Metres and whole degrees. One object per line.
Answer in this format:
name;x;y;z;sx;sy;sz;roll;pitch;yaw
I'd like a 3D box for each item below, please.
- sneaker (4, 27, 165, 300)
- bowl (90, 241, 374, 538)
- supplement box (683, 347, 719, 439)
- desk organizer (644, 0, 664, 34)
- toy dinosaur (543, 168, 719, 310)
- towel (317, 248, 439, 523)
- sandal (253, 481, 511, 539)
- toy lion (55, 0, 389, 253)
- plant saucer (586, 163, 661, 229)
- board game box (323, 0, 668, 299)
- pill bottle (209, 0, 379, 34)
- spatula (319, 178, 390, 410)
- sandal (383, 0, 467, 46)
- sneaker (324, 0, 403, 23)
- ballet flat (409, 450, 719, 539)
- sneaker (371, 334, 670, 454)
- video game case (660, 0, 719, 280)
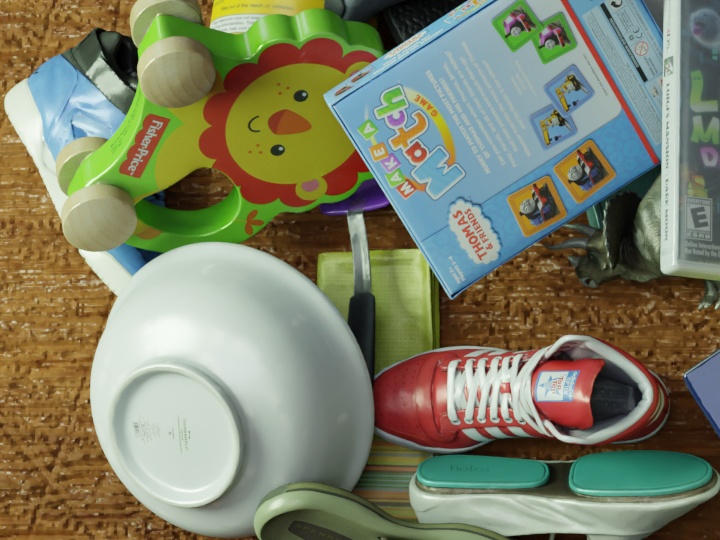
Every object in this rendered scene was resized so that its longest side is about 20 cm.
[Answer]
sneaker;-0.151;-0.073;1.655;0.111;0.077;0.201;-37;67;14
bowl;-0.098;0.090;1.562;0.200;0.090;0.203;8;109;23
supplement box;0.273;0.090;1.461;0.109;0.200;0.109;-34;75;5
desk organizer;0.132;-0.206;1.613;0.072;0.077;0.201;-36;74;5
toy dinosaur;0.221;-0.041;1.546;0.200;0.077;0.102;-41;91;10
towel;0.010;0.086;1.619;0.085;0.018;0.202;-2;79;12
sandal;0.025;0.193;1.538;0.199;0.080;0.058;18;39;-12
toy lion;-0.074;-0.086;1.563;0.201;0.190;0.069;-57;31;33
plant saucer;0.241;-0.063;1.592;0.198;0.019;0.070;-16;77;11
board game box;0.099;-0.099;1.529;0.199;0.037;0.152;-33;110;1
pill bottle;-0.037;-0.211;1.636;0.110;0.111;0.202;6;82;14
spatula;0.000;0.000;1.611;0.056;0.021;0.202;-8;66;18
sandal;0.060;-0.132;1.627;0.075;0.048;0.202;-18;84;-26
sneaker;0.068;-0.211;1.552;0.200;0.074;0.088;-45;79;1
ballet flat;0.130;0.151;1.559;0.198;0.069;0.070;-2;79;12
sneaker;0.095;0.078;1.542;0.198;0.112;0.072;-2;83;7
video game case;0.278;-0.078;1.527;0.198;0.023;0.184;6;78;-21
